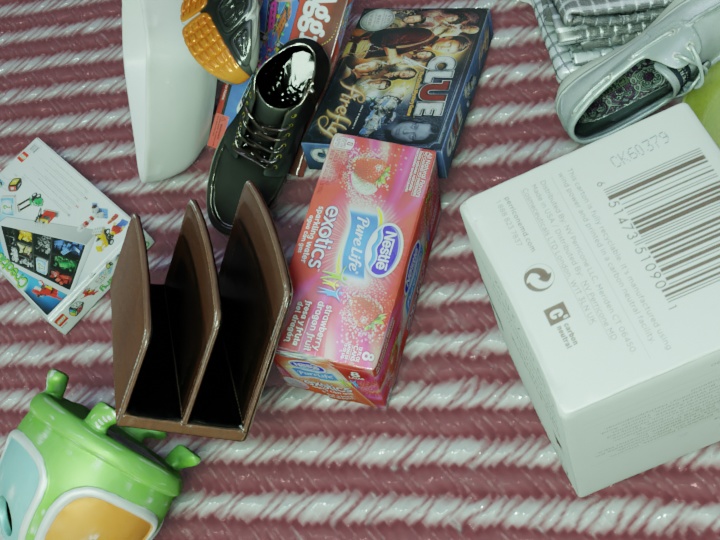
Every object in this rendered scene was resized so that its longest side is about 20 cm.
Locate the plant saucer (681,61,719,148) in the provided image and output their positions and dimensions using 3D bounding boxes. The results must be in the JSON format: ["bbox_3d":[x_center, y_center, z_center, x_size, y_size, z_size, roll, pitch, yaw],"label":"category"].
[{"bbox_3d":[0.367,-0.117,0.751,0.198,0.031,0.202,-8,60,14],"label":"plant saucer"}]

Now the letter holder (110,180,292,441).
[{"bbox_3d":[-0.132,0.012,0.723,0.200,0.100,0.143,-117,44,-57],"label":"letter holder"}]

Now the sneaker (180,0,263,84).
[{"bbox_3d":[-0.113,-0.241,0.817,0.075,0.092,0.202,-25,61,18],"label":"sneaker"}]

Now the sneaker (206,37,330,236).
[{"bbox_3d":[-0.094,-0.119,0.820,0.074,0.106,0.202,25,101,-2],"label":"sneaker"}]

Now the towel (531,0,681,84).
[{"bbox_3d":[0.253,-0.277,0.826,0.198,0.086,0.167,-11,65,5],"label":"towel"}]

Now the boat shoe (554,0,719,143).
[{"bbox_3d":[0.257,-0.170,0.762,0.200,0.070,0.072,-32,34,26],"label":"boat shoe"}]

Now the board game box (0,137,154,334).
[{"bbox_3d":[-0.317,-0.041,0.928,0.199,0.035,0.126,37,78,30],"label":"board game box"}]

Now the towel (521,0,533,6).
[{"bbox_3d":[0.200,-0.366,0.938,0.200,0.030,0.146,-43,60,-7],"label":"towel"}]

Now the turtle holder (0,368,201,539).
[{"bbox_3d":[-0.235,0.164,0.732,0.184,0.141,0.133,25,77,25],"label":"turtle holder"}]

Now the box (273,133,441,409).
[{"bbox_3d":[0.000,0.000,0.761,0.094,0.100,0.202,11,66,13],"label":"box"}]

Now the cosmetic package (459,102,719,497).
[{"bbox_3d":[0.186,0.031,0.631,0.164,0.200,0.166,-23,58,4],"label":"cosmetic package"}]

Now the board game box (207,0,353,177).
[{"bbox_3d":[-0.075,-0.202,0.879,0.102,0.019,0.202,19,100,13],"label":"board game box"}]

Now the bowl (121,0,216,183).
[{"bbox_3d":[-0.190,-0.210,0.901,0.074,0.201,0.201,-4,56,-19],"label":"bowl"}]

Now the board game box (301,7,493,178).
[{"bbox_3d":[0.040,-0.174,0.860,0.134,0.035,0.201,6,53,20],"label":"board game box"}]
